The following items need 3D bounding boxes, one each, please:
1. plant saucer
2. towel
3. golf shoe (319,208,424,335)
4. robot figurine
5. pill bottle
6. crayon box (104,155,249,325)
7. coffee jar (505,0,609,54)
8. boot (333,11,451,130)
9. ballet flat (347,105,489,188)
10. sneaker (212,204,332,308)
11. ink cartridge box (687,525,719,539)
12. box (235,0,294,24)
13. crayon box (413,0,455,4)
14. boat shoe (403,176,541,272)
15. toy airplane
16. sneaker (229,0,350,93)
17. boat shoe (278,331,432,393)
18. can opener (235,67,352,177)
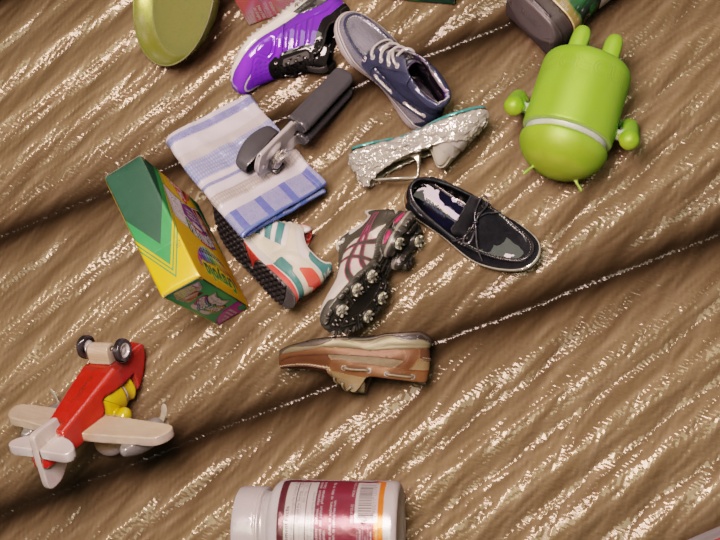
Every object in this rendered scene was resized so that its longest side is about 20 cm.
[{"bbox_3d":[-0.257,-0.390,1.271,0.199,0.031,0.202,0,90,44],"label":"plant saucer"},{"bbox_3d":[-0.156,-0.146,1.211,0.146,0.024,0.200,-31,65,-21],"label":"towel"},{"bbox_3d":[0.000,0.000,1.150,0.088,0.077,0.200,19,56,34],"label":"golf shoe"},{"bbox_3d":[0.272,-0.203,1.136,0.174,0.116,0.202,18,81,8],"label":"robot figurine"},{"bbox_3d":[-0.049,0.311,1.078,0.198,0.114,0.115,-1,77,10],"label":"pill bottle"},{"bbox_3d":[-0.228,-0.032,1.141,0.058,0.200,0.173,-31,74,2],"label":"crayon box"},{"bbox_3d":[0.292,-0.385,1.189,0.200,0.085,0.104,-42,77,-2],"label":"coffee jar"},{"bbox_3d":[0.045,-0.280,1.185,0.073,0.090,0.200,-42,87,-16],"label":"boot"},{"bbox_3d":[0.081,-0.157,1.188,0.198,0.072,0.072,-16,75,14],"label":"ballet flat"},{"bbox_3d":[-0.118,-0.042,1.203,0.093,0.071,0.200,-31,63,-25],"label":"sneaker"},{"bbox_3d":[0.486,0.354,0.992,0.199,0.084,0.177,-25,75,3],"label":"ink cartridge box"},{"bbox_3d":[-0.148,-0.437,1.217,0.094,0.200,0.103,-18,75,5],"label":"box"},{"bbox_3d":[0.045,-0.452,1.265,0.198,0.052,0.127,8,79,11],"label":"crayon box"},{"bbox_3d":[0.141,-0.061,1.156,0.199,0.062,0.075,32,83,13],"label":"boat shoe"},{"bbox_3d":[-0.344,0.196,1.142,0.198,0.142,0.200,-28,41,-10],"label":"toy airplane"},{"bbox_3d":[-0.089,-0.304,1.246,0.200,0.070,0.100,-42,77,-1],"label":"sneaker"},{"bbox_3d":[-0.007,0.119,1.135,0.198,0.076,0.075,-5,86,14],"label":"boat shoe"},{"bbox_3d":[-0.085,-0.202,1.201,0.066,0.053,0.200,37,66,15],"label":"can opener"}]
